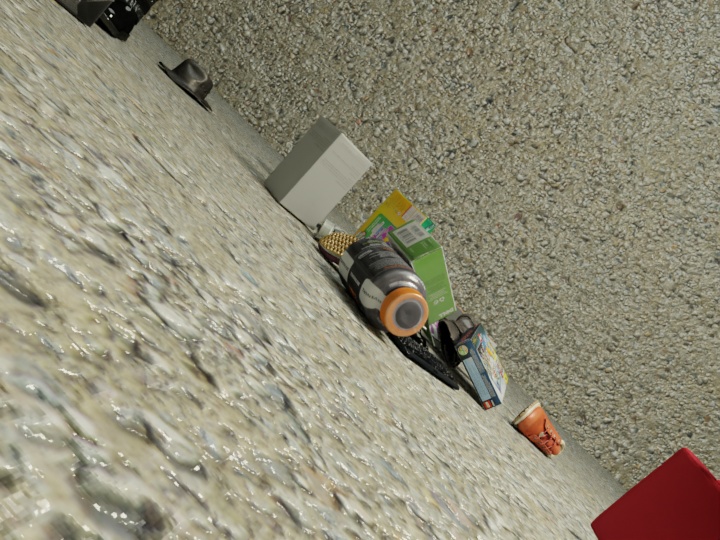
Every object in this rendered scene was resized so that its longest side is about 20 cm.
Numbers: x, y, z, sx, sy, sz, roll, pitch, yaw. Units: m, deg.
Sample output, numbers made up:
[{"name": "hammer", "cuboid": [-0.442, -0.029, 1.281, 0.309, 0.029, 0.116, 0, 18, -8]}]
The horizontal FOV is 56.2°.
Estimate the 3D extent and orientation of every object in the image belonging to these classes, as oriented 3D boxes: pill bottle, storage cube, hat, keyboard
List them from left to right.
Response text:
[{"name": "hat", "cuboid": [-0.484, -0.558, 1.958, 0.200, 0.081, 0.201, 44, 6, -5]}, {"name": "pill bottle", "cuboid": [0.039, 0.028, 1.072, 0.106, 0.106, 0.200, 41, 5, -28]}, {"name": "keyboard", "cuboid": [0.110, 0.134, 1.155, 0.200, 0.040, 0.104, 40, 7, -48]}, {"name": "storage cube", "cuboid": [0.440, 0.381, 0.868, 0.171, 0.200, 0.180, 43, 11, -12]}]

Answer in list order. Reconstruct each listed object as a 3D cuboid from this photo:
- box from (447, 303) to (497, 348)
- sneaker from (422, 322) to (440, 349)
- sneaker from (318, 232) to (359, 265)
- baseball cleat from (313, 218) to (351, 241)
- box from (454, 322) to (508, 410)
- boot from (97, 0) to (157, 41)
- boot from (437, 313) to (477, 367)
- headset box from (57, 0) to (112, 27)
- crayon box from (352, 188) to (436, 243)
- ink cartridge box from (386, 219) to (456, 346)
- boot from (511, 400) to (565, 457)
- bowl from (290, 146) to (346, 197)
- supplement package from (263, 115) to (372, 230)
[{"name": "box", "cuboid": [0.291, 0.179, 1.941, 0.124, 0.098, 0.200, 42, 5, -15]}, {"name": "sneaker", "cuboid": [0.170, 0.097, 1.544, 0.200, 0.114, 0.073, 43, 3, -22]}, {"name": "sneaker", "cuboid": [0.000, 0.000, 1.288, 0.199, 0.075, 0.091, 26, -47, 25]}, {"name": "baseball cleat", "cuboid": [-0.038, -0.046, 1.405, 0.106, 0.070, 0.200, 31, 2, -38]}, {"name": "box", "cuboid": [0.253, 0.192, 1.392, 0.138, 0.037, 0.200, 64, 16, 3]}, {"name": "boot", "cuboid": [-0.545, -0.627, 1.575, 0.079, 0.158, 0.211, 41, 5, -15]}, {"name": "boot", "cuboid": [0.230, 0.190, 1.510, 0.174, 0.069, 0.202, -12, 79, -63]}, {"name": "headset box", "cuboid": [-0.584, -0.578, 1.316, 0.148, 0.075, 0.200, 39, 7, -46]}, {"name": "crayon box", "cuboid": [0.059, -0.070, 1.525, 0.119, 0.200, 0.058, 46, 6, 35]}, {"name": "ink cartridge box", "cuboid": [0.113, 0.023, 1.178, 0.104, 0.059, 0.201, 53, -14, 51]}, {"name": "boot", "cuboid": [0.405, 0.358, 1.505, 0.107, 0.075, 0.200, 52, 8, 33]}, {"name": "bowl", "cuboid": [-0.146, -0.240, 1.886, 0.201, 0.105, 0.201, 43, 4, -4]}, {"name": "supplement package", "cuboid": [-0.095, -0.214, 1.486, 0.117, 0.200, 0.117, 39, 6, -41]}]
